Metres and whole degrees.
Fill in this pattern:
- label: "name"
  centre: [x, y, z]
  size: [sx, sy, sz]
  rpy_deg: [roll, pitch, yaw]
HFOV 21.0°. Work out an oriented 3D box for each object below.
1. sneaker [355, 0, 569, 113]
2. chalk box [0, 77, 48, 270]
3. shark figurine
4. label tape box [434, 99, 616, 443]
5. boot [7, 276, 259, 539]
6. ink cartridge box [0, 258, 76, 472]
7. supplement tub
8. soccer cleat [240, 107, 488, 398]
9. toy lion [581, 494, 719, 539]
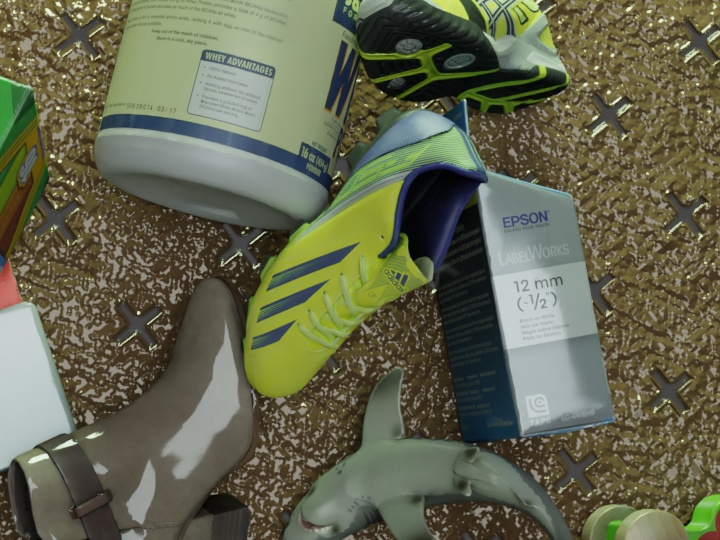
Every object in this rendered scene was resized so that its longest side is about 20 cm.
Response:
- label: "sneaker"
  centre: [0.055, -0.149, 1.203]
  size: [0.075, 0.200, 0.077]
  rpy_deg: [-22, 73, 28]
- label: "chalk box"
  centre: [-0.276, -0.017, 1.101]
  size: [0.124, 0.125, 0.201]
  rpy_deg: [21, 69, 3]
- label: "shark figurine"
  centre: [0.068, 0.141, 1.195]
  size: [0.214, 0.089, 0.129]
  rpy_deg: [11, 76, 28]
- label: "label tape box"
  centre: [0.090, 0.002, 1.192]
  size: [0.066, 0.143, 0.201]
  rpy_deg: [-7, 85, -11]
- label: "boot"
  centre: [-0.137, 0.109, 1.157]
  size: [0.146, 0.070, 0.201]
  rpy_deg: [-5, 94, -32]
- label: "ink cartridge box"
  centre: [-0.290, 0.056, 1.167]
  size: [0.199, 0.044, 0.174]
  rpy_deg: [-19, 89, -12]
- label: "supplement tub"
  centre: [-0.070, -0.137, 1.176]
  size: [0.144, 0.145, 0.201]
  rpy_deg: [15, 82, -9]
- label: "soccer cleat"
  centre: [0.000, 0.000, 1.122]
  size: [0.065, 0.084, 0.200]
  rpy_deg: [18, 111, -48]
- label: "toy lion"
  centre: [0.234, 0.232, 1.243]
  size: [0.191, 0.069, 0.201]
  rpy_deg: [10, 82, -17]
